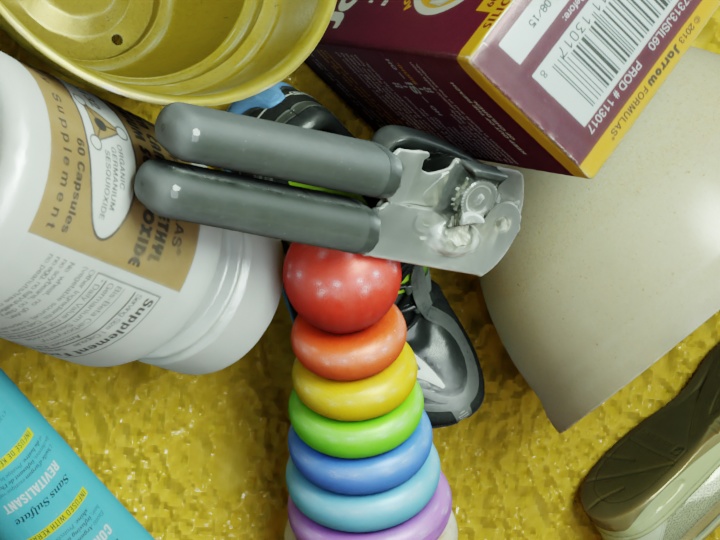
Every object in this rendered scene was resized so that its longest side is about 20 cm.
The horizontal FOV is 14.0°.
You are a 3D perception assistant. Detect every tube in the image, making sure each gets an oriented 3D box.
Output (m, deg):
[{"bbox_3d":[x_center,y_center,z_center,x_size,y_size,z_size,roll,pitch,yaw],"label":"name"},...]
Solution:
[{"bbox_3d":[-0.138,0.127,1.380,0.077,0.050,0.200,-40,119,-8],"label":"tube"}]

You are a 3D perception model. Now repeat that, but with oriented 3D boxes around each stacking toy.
[{"bbox_3d":[0.000,0.058,1.379,0.085,0.085,0.200,-22,130,-23],"label":"stacking toy"}]

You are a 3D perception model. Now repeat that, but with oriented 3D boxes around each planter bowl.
[{"bbox_3d":[-0.114,-0.149,1.304,0.200,0.083,0.201,14,62,-28],"label":"planter bowl"},{"bbox_3d":[0.131,-0.035,1.425,0.200,0.200,0.135,-39,86,-17],"label":"planter bowl"}]

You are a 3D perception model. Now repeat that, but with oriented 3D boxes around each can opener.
[{"bbox_3d":[-0.014,-0.040,1.294,0.200,0.067,0.053,10,109,-34],"label":"can opener"}]

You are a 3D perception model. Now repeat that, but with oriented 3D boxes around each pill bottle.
[{"bbox_3d":[-0.127,-0.019,1.295,0.200,0.114,0.114,24,86,-51],"label":"pill bottle"}]

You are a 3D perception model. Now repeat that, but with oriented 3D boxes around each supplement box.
[{"bbox_3d":[0.061,-0.117,1.352,0.086,0.200,0.110,42,78,-24],"label":"supplement box"}]

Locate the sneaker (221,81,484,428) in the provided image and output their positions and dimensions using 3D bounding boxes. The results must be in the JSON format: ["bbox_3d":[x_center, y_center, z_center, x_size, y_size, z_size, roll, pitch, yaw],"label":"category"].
[{"bbox_3d":[0.000,-0.001,1.406,0.071,0.083,0.200,-38,114,-17],"label":"sneaker"}]

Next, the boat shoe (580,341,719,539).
[{"bbox_3d":[0.207,0.083,1.537,0.201,0.073,0.063,-41,121,-13],"label":"boat shoe"}]
